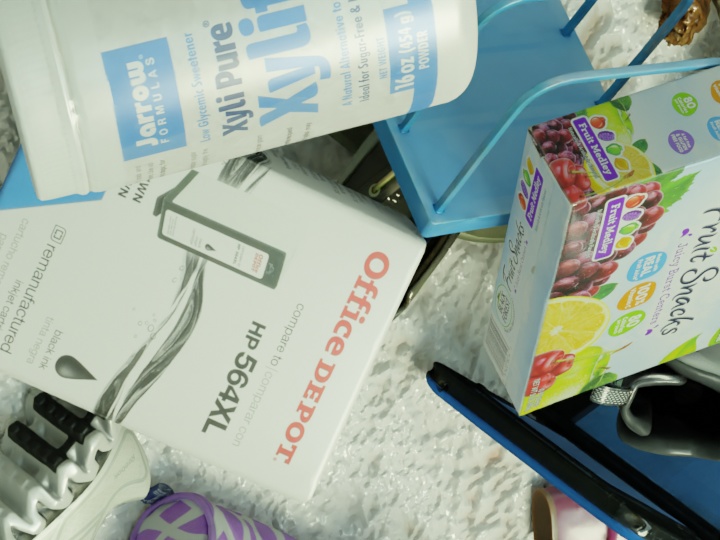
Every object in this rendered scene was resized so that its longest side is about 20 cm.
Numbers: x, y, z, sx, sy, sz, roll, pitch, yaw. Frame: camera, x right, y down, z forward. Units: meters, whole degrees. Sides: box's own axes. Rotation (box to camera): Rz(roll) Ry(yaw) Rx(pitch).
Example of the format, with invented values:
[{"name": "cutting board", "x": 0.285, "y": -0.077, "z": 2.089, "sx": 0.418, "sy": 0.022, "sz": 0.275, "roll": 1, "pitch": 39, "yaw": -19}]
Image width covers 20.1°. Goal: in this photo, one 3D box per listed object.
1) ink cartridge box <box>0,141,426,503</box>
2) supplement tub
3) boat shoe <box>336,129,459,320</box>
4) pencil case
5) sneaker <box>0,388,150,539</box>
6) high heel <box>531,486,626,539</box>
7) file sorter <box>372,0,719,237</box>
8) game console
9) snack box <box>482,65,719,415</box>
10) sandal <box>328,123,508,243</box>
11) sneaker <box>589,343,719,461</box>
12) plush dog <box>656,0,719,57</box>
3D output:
[{"name": "ink cartridge box", "x": -0.086, "y": 0.004, "z": 0.997, "sx": 0.199, "sy": 0.084, "sz": 0.147, "roll": 24, "pitch": 96, "yaw": -9}, {"name": "supplement tub", "x": -0.060, "y": -0.115, "z": 0.883, "sx": 0.199, "sy": 0.132, "sz": 0.133, "roll": -16, "pitch": 120, "yaw": -9}, {"name": "boat shoe", "x": -0.003, "y": -0.001, "z": 1.090, "sx": 0.072, "sy": 0.060, "sz": 0.202, "roll": 27, "pitch": 112, "yaw": -23}, {"name": "pencil case", "x": -0.052, "y": 0.196, "z": 1.162, "sx": 0.085, "sy": 0.084, "sz": 0.200, "roll": -34, "pitch": 133, "yaw": 28}, {"name": "sneaker", "x": -0.189, "y": 0.148, "z": 1.054, "sx": 0.200, "sy": 0.075, "sz": 0.081, "roll": -43, "pitch": 137, "yaw": -11}, {"name": "high heel", "x": 0.165, "y": 0.223, "z": 1.326, "sx": 0.095, "sy": 0.067, "sz": 0.201, "roll": -11, "pitch": 113, "yaw": -19}, {"name": "file sorter", "x": 0.074, "y": -0.140, "z": 1.001, "sx": 0.138, "sy": 0.201, "sz": 0.123, "roll": -9, "pitch": 155, "yaw": -31}, {"name": "game console", "x": 0.168, "y": 0.086, "z": 1.182, "sx": 0.170, "sy": 0.200, "sz": 0.119, "roll": 31, "pitch": 92, "yaw": -43}, {"name": "snack box", "x": 0.143, "y": -0.016, "z": 1.006, "sx": 0.141, "sy": 0.053, "sz": 0.200, "roll": -20, "pitch": 152, "yaw": -15}, {"name": "sandal", "x": 0.047, "y": -0.066, "z": 1.125, "sx": 0.200, "sy": 0.057, "sz": 0.080, "roll": 28, "pitch": 94, "yaw": -39}, {"name": "sneaker", "x": 0.152, "y": 0.046, "z": 1.141, "sx": 0.140, "sy": 0.199, "sz": 0.078, "roll": -24, "pitch": 131, "yaw": -53}, {"name": "plush dog", "x": 0.273, "y": -0.136, "z": 1.201, "sx": 0.161, "sy": 0.199, "sz": 0.172, "roll": -74, "pitch": 148, "yaw": -46}]
